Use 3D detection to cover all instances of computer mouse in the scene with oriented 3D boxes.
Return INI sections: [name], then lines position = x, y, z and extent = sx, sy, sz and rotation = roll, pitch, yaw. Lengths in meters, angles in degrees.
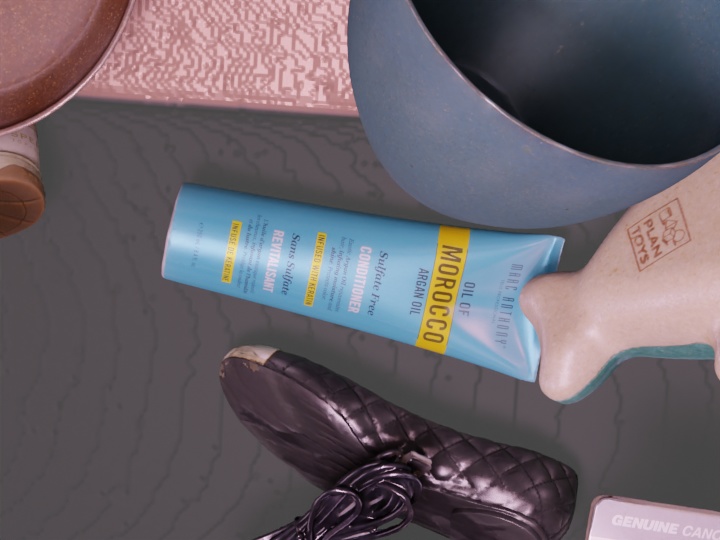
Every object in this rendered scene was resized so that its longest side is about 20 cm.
[computer mouse]
position = 0.034, 0.183, 1.330
extent = 0.138, 0.053, 0.200
rotation = -38, 105, 25

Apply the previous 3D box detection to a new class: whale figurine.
[whale figurine]
position = 0.178, 0.003, 1.260
extent = 0.200, 0.159, 0.104
rotation = -31, 136, 18

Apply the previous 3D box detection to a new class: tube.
[tube]
position = 0.000, 0.000, 1.320
extent = 0.199, 0.050, 0.078
rotation = 12, 109, 1

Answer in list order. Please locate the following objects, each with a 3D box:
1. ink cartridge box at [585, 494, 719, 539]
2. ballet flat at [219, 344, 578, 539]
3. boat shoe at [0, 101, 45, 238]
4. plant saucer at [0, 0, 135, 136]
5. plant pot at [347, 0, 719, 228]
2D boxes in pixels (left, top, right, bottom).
[ink cartridge box]
position = 0.192, 0.198, 1.259
extent = 0.199, 0.084, 0.176
rotation = 9, 99, -1
[ballet flat]
position = 0.018, 0.091, 1.337
extent = 0.200, 0.057, 0.067
rotation = 27, 137, 6
[boat shoe]
position = -0.261, -0.040, 1.344
extent = 0.199, 0.072, 0.065
rotation = -14, 58, 11
[plant saucer]
position = -0.203, -0.165, 1.311
extent = 0.200, 0.037, 0.201
rotation = 0, 92, 10
[plant pot]
position = 0.072, -0.098, 1.231
extent = 0.200, 0.200, 0.135
rotation = 41, 138, 0
